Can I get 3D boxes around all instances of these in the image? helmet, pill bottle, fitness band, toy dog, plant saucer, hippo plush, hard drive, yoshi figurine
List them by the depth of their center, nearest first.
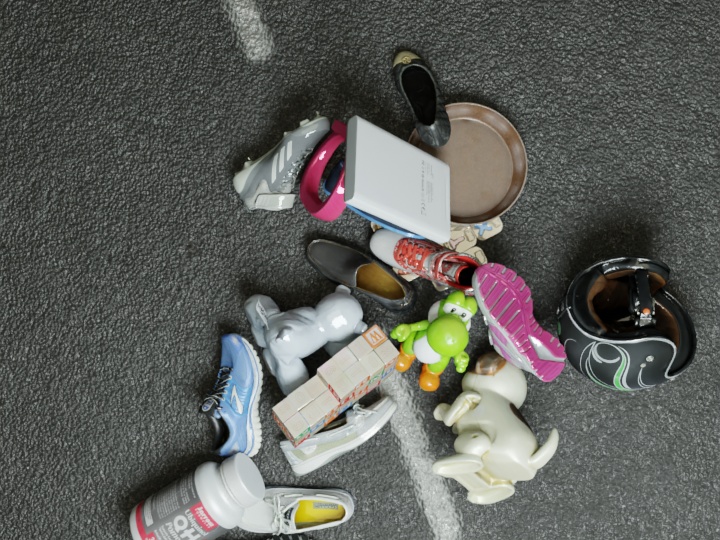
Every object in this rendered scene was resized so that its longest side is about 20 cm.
[{"bbox_3d":[0.058,-0.131,1.225,0.027,0.199,0.133,-19,60,43],"label":"hard drive"},{"bbox_3d":[0.399,0.087,1.244,0.198,0.191,0.202,-11,55,16],"label":"helmet"},{"bbox_3d":[0.112,0.112,1.250,0.111,0.201,0.113,-5,57,-25],"label":"yoshi figurine"},{"bbox_3d":[0.201,0.221,1.260,0.139,0.201,0.193,34,133,-28],"label":"toy dog"},{"bbox_3d":[-0.044,-0.155,1.279,0.037,0.200,0.144,24,102,-22],"label":"fitness band"},{"bbox_3d":[-0.252,0.370,1.297,0.199,0.111,0.111,-33,86,9],"label":"pill bottle"},{"bbox_3d":[-0.082,0.078,1.298,0.160,0.201,0.160,-25,54,-17],"label":"hippo plush"},{"bbox_3d":[0.168,-0.170,1.336,0.198,0.034,0.202,0,83,-2],"label":"plant saucer"}]

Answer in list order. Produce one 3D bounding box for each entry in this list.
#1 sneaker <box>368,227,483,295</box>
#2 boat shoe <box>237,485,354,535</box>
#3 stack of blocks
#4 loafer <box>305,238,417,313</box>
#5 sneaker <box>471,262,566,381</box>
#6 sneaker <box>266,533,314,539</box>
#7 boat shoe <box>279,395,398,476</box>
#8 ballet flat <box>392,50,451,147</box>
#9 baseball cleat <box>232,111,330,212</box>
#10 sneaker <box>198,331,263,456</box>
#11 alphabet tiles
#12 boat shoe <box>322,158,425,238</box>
[{"bbox_3d":[0.106,-0.020,1.290,0.200,0.108,0.068,24,89,4],"label":"sneaker"},{"bbox_3d":[-0.112,0.387,1.311,0.200,0.086,0.075,-2,86,5],"label":"boat shoe"},{"bbox_3d":[-0.039,0.179,1.267,0.199,0.115,0.059,-36,74,-16],"label":"stack of blocks"},{"bbox_3d":[0.000,0.000,1.323,0.199,0.072,0.073,25,83,9],"label":"loafer"},{"bbox_3d":[0.221,0.080,1.242,0.081,0.088,0.201,-35,100,-23],"label":"sneaker"},{"bbox_3d":[-0.143,0.483,1.324,0.198,0.078,0.091,-1,118,-5],"label":"sneaker"},{"bbox_3d":[-0.033,0.254,1.321,0.201,0.074,0.065,-31,91,8],"label":"boat shoe"},{"bbox_3d":[0.099,-0.282,1.314,0.066,0.057,0.201,-21,59,3],"label":"ballet flat"},{"bbox_3d":[-0.113,-0.163,1.330,0.199,0.070,0.107,-32,83,26],"label":"baseball cleat"},{"bbox_3d":[-0.208,0.199,1.314,0.089,0.078,0.202,-1,86,-37],"label":"sneaker"},{"bbox_3d":[0.124,-0.074,1.353,0.194,0.015,0.201,-27,87,2],"label":"alphabet tiles"},{"bbox_3d":[0.026,-0.116,1.303,0.199,0.084,0.069,29,104,19],"label":"boat shoe"}]
